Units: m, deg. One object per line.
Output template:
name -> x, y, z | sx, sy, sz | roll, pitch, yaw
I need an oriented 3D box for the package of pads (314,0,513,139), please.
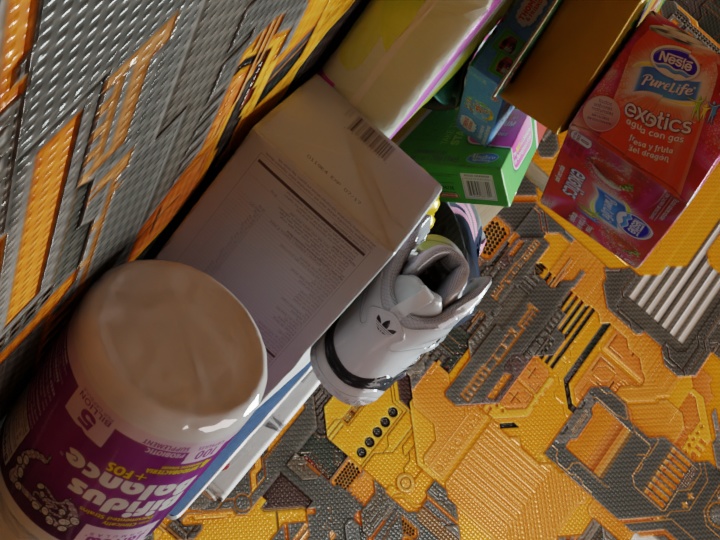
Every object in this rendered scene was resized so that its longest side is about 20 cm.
package of pads -> 0.049, -0.169, 0.947 | 0.200, 0.068, 0.155 | -49, 180, 33

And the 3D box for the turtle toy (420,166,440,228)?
turtle toy -> -0.025, -0.050, 1.068 | 0.145, 0.102, 0.200 | -26, 174, -2

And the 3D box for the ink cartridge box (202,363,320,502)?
ink cartridge box -> -0.124, 0.096, 1.353 | 0.200, 0.145, 0.085 | -49, -177, -14

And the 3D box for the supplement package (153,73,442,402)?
supplement package -> -0.061, -0.004, 0.914 | 0.200, 0.114, 0.110 | -48, -178, 31

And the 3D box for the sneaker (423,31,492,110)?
sneaker -> 0.073, -0.193, 1.111 | 0.200, 0.083, 0.121 | -48, -169, 54

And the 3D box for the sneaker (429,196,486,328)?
sneaker -> 0.080, -0.020, 1.194 | 0.070, 0.082, 0.201 | -42, -145, 27

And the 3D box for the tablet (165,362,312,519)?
tablet -> -0.144, 0.108, 1.285 | 0.200, 0.130, 0.014 | -47, -163, -14

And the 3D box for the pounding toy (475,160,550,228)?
pounding toy -> 0.102, -0.116, 1.377 | 0.200, 0.140, 0.186 | 131, -38, -66

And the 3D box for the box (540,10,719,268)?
box -> 0.200, -0.085, 1.016 | 0.100, 0.095, 0.200 | -54, 172, -9

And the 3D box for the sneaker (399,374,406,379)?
sneaker -> 0.000, 0.000, 1.195 | 0.074, 0.088, 0.201 | -15, -138, 4

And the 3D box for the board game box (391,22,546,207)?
board game box -> 0.084, -0.138, 1.218 | 0.201, 0.151, 0.041 | -61, 146, -40

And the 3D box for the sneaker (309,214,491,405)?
sneaker -> 0.048, 0.010, 1.004 | 0.115, 0.075, 0.200 | -45, 179, 37

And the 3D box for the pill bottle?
pill bottle -> -0.143, 0.093, 0.823 | 0.200, 0.112, 0.112 | -50, 179, 40

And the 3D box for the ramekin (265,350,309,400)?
ramekin -> -0.116, 0.067, 1.167 | 0.202, 0.094, 0.202 | -41, 173, -6

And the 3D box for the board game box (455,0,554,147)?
board game box -> 0.143, -0.200, 1.075 | 0.201, 0.036, 0.151 | -54, 174, -9

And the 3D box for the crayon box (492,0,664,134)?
crayon box -> 0.158, -0.162, 0.989 | 0.128, 0.051, 0.200 | -58, 171, 17
